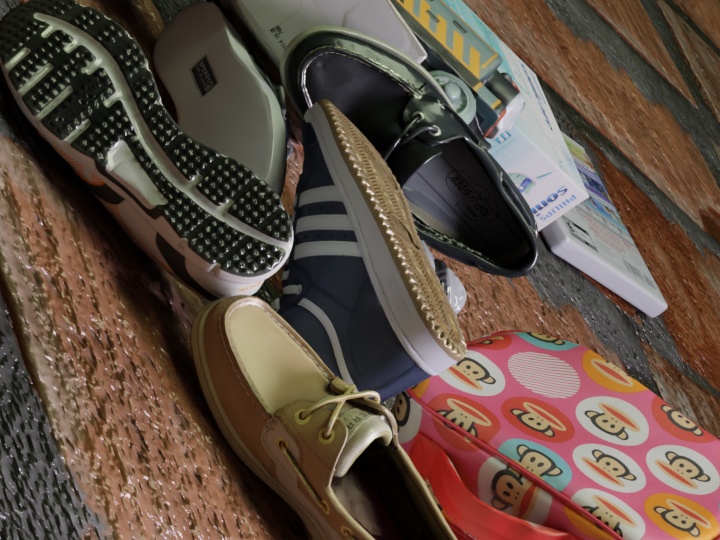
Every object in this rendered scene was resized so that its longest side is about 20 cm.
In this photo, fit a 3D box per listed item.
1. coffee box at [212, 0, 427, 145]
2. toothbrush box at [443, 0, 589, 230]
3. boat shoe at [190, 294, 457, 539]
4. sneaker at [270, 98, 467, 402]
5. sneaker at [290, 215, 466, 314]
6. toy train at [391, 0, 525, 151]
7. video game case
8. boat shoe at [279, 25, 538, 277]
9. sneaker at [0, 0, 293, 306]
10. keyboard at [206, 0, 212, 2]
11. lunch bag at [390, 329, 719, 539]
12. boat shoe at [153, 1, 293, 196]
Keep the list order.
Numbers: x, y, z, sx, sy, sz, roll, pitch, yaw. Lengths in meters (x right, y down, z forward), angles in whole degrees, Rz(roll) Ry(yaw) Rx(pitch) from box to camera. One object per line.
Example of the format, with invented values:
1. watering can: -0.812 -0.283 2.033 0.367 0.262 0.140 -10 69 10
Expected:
1. coffee box: -0.029 -0.148 1.739 0.115 0.080 0.200 56 -4 -2
2. toothbrush box: 0.068 -0.127 2.076 0.200 0.085 0.147 42 21 -42
3. boat shoe: -0.010 0.091 1.416 0.074 0.066 0.200 -35 90 -43
4. sneaker: -0.022 -0.001 1.527 0.070 0.108 0.200 40 20 -45
5. sneaker: 0.000 0.000 1.658 0.115 0.075 0.200 53 12 -1
6. toy train: 0.024 -0.152 1.904 0.200 0.085 0.114 43 48 4
7. video game case: 0.175 -0.061 2.362 0.200 0.022 0.182 29 30 -55
8. boat shoe: 0.034 -0.063 1.624 0.199 0.074 0.066 48 6 -24
9. sneaker: -0.122 -0.056 1.457 0.200 0.074 0.080 48 -25 9
10. keyboard: -0.168 -0.236 1.700 0.200 0.040 0.104 49 2 33
11. lunch bag: 0.110 0.117 1.513 0.200 0.082 0.176 35 28 24
12. boat shoe: -0.070 -0.080 1.631 0.068 0.072 0.200 41 14 -35
